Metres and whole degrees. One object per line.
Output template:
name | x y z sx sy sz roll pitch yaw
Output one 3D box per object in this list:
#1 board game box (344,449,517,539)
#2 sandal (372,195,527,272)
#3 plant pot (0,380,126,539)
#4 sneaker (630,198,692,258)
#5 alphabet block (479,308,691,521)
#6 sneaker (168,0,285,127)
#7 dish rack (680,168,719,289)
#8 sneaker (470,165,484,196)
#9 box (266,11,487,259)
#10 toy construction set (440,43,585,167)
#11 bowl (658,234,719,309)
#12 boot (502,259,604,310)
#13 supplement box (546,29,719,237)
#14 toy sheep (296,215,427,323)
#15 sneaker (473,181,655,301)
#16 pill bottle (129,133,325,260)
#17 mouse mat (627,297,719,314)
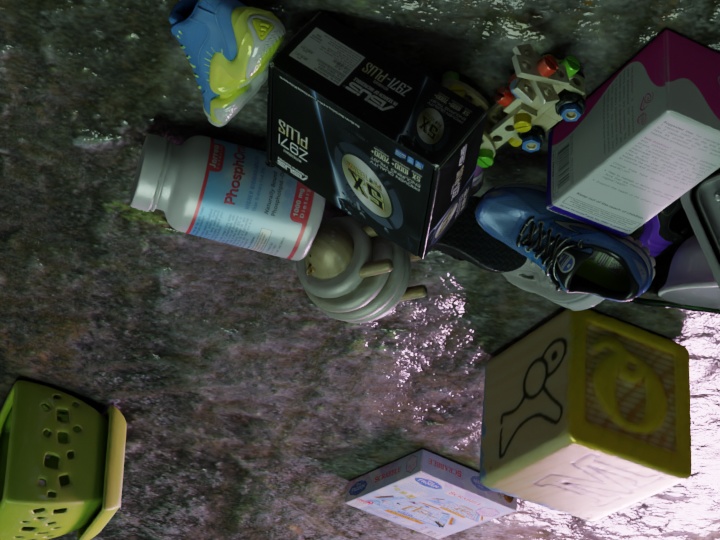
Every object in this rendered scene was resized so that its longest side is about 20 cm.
board game box | 0.113 0.362 2.368 0.200 0.041 0.199 26 144 -29
sandal | 0.094 -0.048 1.580 0.200 0.075 0.048 16 170 -28
plant pot | -0.460 0.302 2.236 0.181 0.200 0.199 12 149 -20
sneaker | 0.321 -0.037 1.645 0.099 0.070 0.200 -13 155 0
alphabet block | 0.289 0.188 1.905 0.196 0.196 0.200 19 148 -23
sneaker | -0.139 -0.218 1.446 0.105 0.076 0.200 40 152 -2
dish rack | 0.440 -0.056 1.486 0.200 0.172 0.044 -24 172 12
sneaker | 0.035 -0.100 1.592 0.200 0.073 0.114 0 151 11
box | 0.011 -0.130 1.446 0.200 0.086 0.164 33 153 14
toy construction set | 0.143 -0.170 1.446 0.131 0.092 0.200 23 156 -25
bowl | 0.430 -0.011 1.616 0.201 0.090 0.201 5 171 1
boot | 0.197 -0.011 1.651 0.096 0.074 0.200 28 171 -26
supplement box | 0.281 -0.131 1.462 0.103 0.101 0.200 18 147 -20
toy sheep | 0.000 0.000 1.710 0.138 0.138 0.200 -10 152 26
sneaker | 0.210 -0.028 1.529 0.200 0.089 0.079 25 112 7
pill bottle | -0.145 -0.085 1.611 0.200 0.109 0.109 14 148 -13
mouse mat | 0.357 0.040 1.722 0.200 0.008 0.161 7 -178 -18
